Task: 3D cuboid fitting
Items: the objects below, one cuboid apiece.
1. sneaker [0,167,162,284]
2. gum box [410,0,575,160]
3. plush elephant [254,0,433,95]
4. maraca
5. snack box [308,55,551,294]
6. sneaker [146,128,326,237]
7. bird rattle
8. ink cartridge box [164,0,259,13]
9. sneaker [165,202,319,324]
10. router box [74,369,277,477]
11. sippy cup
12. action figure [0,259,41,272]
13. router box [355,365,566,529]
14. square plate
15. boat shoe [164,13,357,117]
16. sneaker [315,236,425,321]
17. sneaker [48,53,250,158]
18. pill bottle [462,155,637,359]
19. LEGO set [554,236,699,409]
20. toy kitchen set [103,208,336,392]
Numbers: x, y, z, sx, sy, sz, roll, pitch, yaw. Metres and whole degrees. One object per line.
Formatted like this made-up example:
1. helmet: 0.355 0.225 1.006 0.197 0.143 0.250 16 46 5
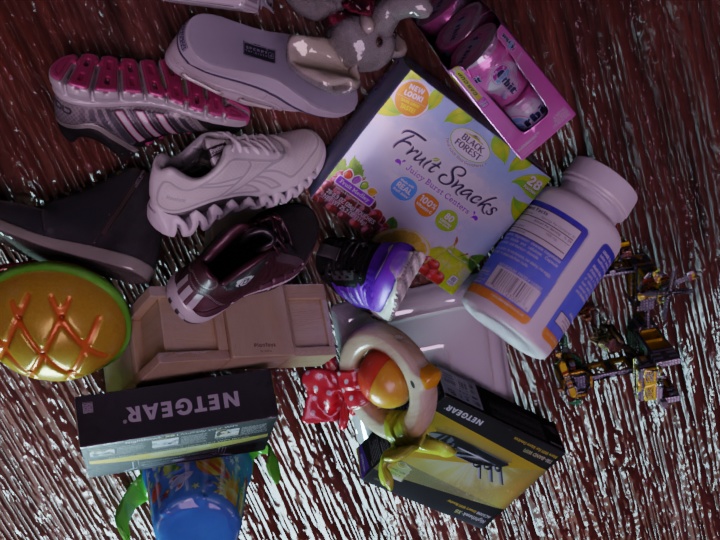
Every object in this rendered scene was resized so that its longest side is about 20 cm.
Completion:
1. sneaker: -0.288 -0.060 1.116 0.197 0.075 0.107 15 72 8
2. gum box: 0.120 -0.195 1.025 0.066 0.201 0.113 -40 117 13
3. plush elephant: -0.008 -0.252 1.006 0.155 0.165 0.199 45 132 -12
4. maraca: -0.328 0.051 1.092 0.197 0.107 0.139 -1 121 -1
5. snack box: 0.070 -0.098 1.143 0.199 0.068 0.169 34 107 -24
6. sneaker: -0.119 -0.103 1.074 0.198 0.075 0.082 -25 138 -27
7. bird rattle: 0.025 0.128 1.176 0.112 0.200 0.165 -13 134 -36
8. ink cartridge box: -0.164 -0.342 0.965 0.174 0.045 0.203 11 98 14
9. sneaker: -0.092 -0.023 1.071 0.076 0.200 0.115 51 142 0
10. router box: -0.193 0.162 1.142 0.197 0.053 0.157 -7 160 -14
11. sippy cup: -0.187 0.258 1.250 0.139 0.131 0.179 28 109 -21
12. action figure: -0.370 0.016 1.148 0.197 0.052 0.066 6 113 -15
13. router box: 0.119 0.214 1.293 0.199 0.053 0.158 27 119 -28
14. square plate: 0.078 0.110 1.273 0.197 0.029 0.200 -12 117 -2
15. boat shoe: -0.096 -0.190 1.071 0.198 0.073 0.065 9 161 -35
16. sneaker: 0.000 0.001 1.125 0.099 0.200 0.070 31 77 -3
17. sneaker: -0.209 -0.154 1.072 0.197 0.074 0.088 4 137 -23
18. pill bottle: 0.206 -0.017 1.159 0.112 0.112 0.201 39 83 -24
19. LEGO set: 0.293 0.077 1.237 0.151 0.116 0.203 -2 117 -7
20. toy kitchen set: -0.162 0.043 1.182 0.198 0.165 0.180 0 158 -31
